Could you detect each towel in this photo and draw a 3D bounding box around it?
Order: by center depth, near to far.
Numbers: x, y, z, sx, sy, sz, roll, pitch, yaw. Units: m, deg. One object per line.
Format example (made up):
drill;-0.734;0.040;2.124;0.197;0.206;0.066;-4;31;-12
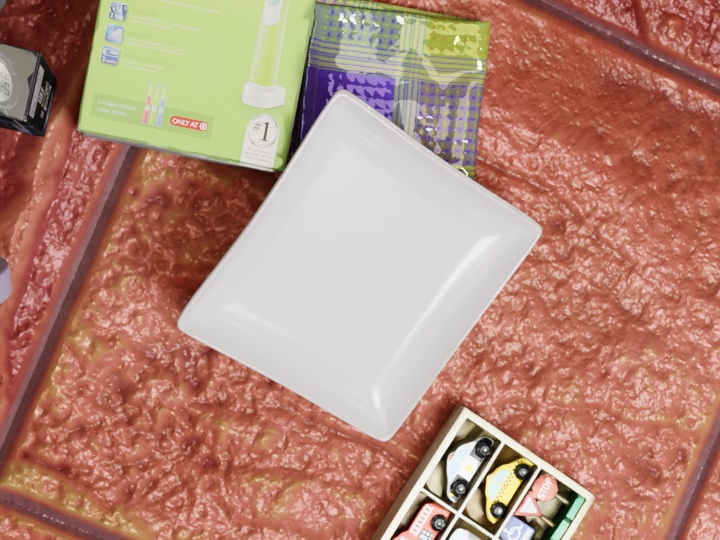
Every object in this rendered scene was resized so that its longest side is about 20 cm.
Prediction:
towel;0.019;-0.093;1.119;0.142;0.023;0.202;8;92;-8

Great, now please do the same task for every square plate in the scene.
square plate;0.000;0.000;1.082;0.197;0.028;0.201;31;100;-28

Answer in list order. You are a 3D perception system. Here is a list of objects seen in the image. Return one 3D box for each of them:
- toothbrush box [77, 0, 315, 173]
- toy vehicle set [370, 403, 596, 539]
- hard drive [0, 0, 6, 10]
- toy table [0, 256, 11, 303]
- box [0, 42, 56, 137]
toothbrush box;-0.108;-0.179;1.063;0.144;0.086;0.202;10;92;-9
toy vehicle set;0.071;0.217;1.141;0.124;0.027;0.201;33;88;-9
hard drive;-0.326;-0.236;1.002;0.199;0.132;0.027;35;88;-9
toy table;-0.335;-0.030;0.999;0.198;0.184;0.118;-8;111;-20
box;-0.281;-0.129;0.981;0.159;0.200;0.044;13;90;-10
